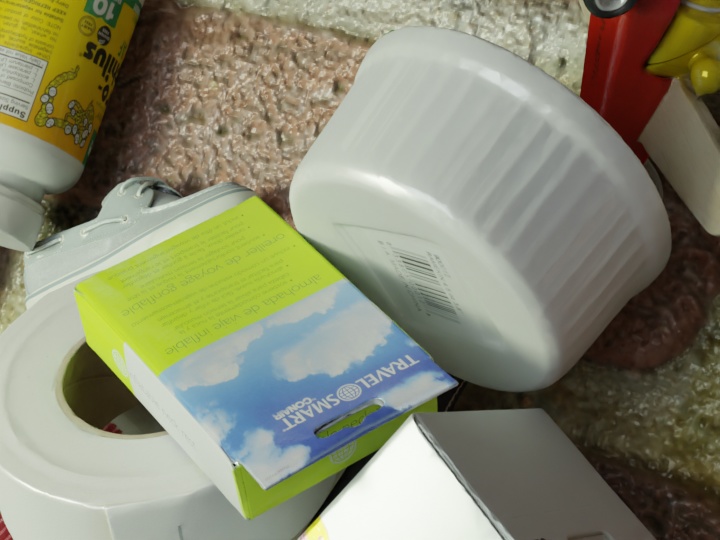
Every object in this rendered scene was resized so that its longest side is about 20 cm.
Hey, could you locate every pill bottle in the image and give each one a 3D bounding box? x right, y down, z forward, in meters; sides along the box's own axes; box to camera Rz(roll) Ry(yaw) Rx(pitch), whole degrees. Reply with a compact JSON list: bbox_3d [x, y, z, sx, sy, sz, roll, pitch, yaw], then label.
[{"bbox_3d":[-0.229,-0.121,1.327,0.112,0.113,0.201,12,78,32],"label":"pill bottle"}]

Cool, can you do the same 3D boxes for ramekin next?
[{"bbox_3d":[0.057,-0.025,1.046,0.200,0.201,0.098,25,64,32],"label":"ramekin"}]

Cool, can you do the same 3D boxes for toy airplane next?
[{"bbox_3d":[0.173,-0.107,1.085,0.140,0.199,0.202,-7,84,-11],"label":"toy airplane"}]

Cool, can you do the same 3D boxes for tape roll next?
[{"bbox_3d":[-0.111,0.081,1.081,0.202,0.202,0.071,24,139,32],"label":"tape roll"}]

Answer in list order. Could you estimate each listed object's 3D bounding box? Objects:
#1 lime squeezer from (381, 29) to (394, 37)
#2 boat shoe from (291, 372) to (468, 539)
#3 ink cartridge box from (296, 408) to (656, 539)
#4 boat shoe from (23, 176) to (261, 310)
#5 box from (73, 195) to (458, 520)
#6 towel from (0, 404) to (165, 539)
[{"bbox_3d":[0.029,-0.087,1.173,0.200,0.070,0.038,-130,26,-56],"label":"lime squeezer"},{"bbox_3d":[0.018,0.109,1.131,0.063,0.073,0.200,45,72,-10],"label":"boat shoe"},{"bbox_3d":[0.042,0.187,0.990,0.200,0.145,0.145,-48,65,22],"label":"ink cartridge box"},{"bbox_3d":[-0.153,-0.026,1.305,0.200,0.070,0.072,-25,74,29],"label":"boat shoe"},{"bbox_3d":[-0.051,0.046,1.020,0.121,0.048,0.200,-27,43,-21],"label":"box"},{"bbox_3d":[-0.156,0.117,1.170,0.144,0.023,0.200,44,74,4],"label":"towel"}]
